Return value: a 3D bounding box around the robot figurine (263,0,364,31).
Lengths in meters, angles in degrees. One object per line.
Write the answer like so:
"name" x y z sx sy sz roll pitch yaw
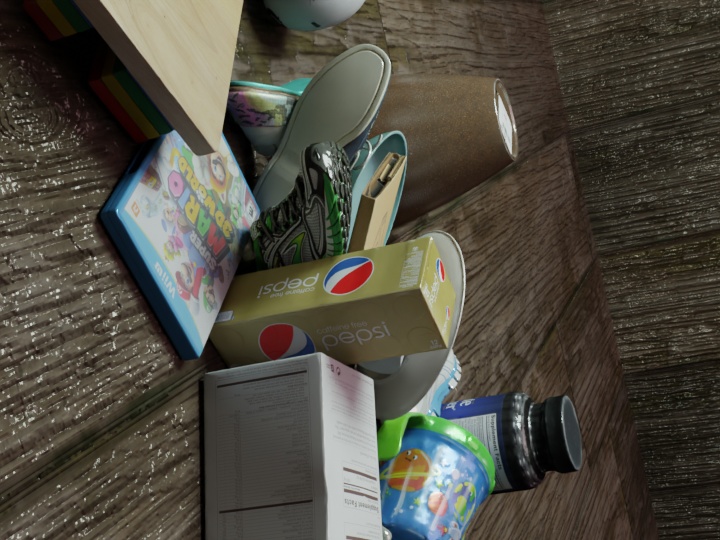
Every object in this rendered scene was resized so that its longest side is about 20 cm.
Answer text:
"robot figurine" -0.063 -0.347 1.134 0.124 0.149 0.203 16 -54 65

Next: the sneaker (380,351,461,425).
"sneaker" 0.062 0.119 1.290 0.088 0.074 0.201 64 24 -19

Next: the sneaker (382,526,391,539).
"sneaker" -0.026 0.175 1.014 0.075 0.080 0.203 -32 108 -66

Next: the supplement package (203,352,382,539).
"supplement package" -0.053 0.183 0.890 0.109 0.112 0.203 34 49 -60

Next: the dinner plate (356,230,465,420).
"dinner plate" 0.042 0.052 1.137 0.024 0.200 0.203 21 52 -25

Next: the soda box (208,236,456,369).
"soda box" -0.024 0.035 0.919 0.065 0.197 0.068 -73 145 -47

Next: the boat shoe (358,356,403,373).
"boat shoe" 0.034 0.028 1.023 0.201 0.070 0.071 103 5 -63

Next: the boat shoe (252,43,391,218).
"boat shoe" -0.030 -0.116 1.038 0.202 0.074 0.062 -61 157 8

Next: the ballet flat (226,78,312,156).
"ballet flat" -0.078 -0.149 1.081 0.200 0.068 0.072 -28 125 -69

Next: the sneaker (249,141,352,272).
"sneaker" -0.053 -0.034 0.956 0.201 0.084 0.079 106 -11 -53

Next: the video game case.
"video game case" -0.140 -0.046 0.913 0.201 0.018 0.144 -74 147 -51

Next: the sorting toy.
"sorting toy" -0.173 -0.220 0.846 0.201 0.069 0.201 54 31 -47

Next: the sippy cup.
"sippy cup" 0.060 0.243 1.151 0.177 0.140 0.131 36 46 -9

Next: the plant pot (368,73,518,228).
"plant pot" 0.075 -0.148 1.278 0.187 0.197 0.190 -11 90 -69

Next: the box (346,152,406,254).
"box" 0.000 0.000 1.078 0.164 0.021 0.203 -62 167 -68

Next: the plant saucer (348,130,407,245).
"plant saucer" -0.007 -0.052 1.147 0.201 0.035 0.201 90 26 -54

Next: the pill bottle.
"pill bottle" 0.151 0.203 1.290 0.112 0.197 0.114 -12 90 -69
